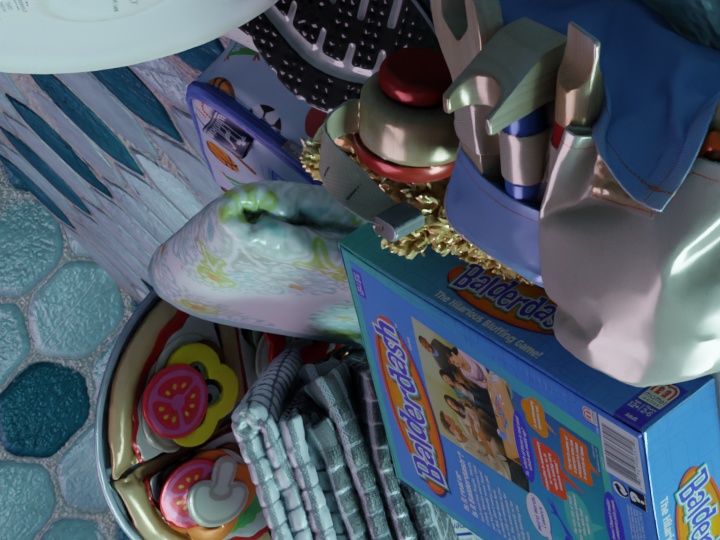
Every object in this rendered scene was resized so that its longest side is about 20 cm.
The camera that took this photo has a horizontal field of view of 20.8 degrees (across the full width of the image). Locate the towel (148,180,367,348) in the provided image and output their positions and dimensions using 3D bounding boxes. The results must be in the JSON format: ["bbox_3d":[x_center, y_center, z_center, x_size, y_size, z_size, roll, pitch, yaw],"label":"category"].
[{"bbox_3d":[0.000,0.000,1.035,0.199,0.048,0.171,10,164,-17],"label":"towel"}]

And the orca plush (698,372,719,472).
[{"bbox_3d":[0.171,0.056,0.823,0.105,0.071,0.200,51,157,14],"label":"orca plush"}]

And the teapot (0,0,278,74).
[{"bbox_3d":[-0.113,-0.177,0.795,0.197,0.199,0.147,4,-113,-46],"label":"teapot"}]

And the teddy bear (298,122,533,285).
[{"bbox_3d":[0.064,-0.022,0.812,0.199,0.067,0.145,20,-173,23],"label":"teddy bear"}]

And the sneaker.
[{"bbox_3d":[-0.028,-0.128,0.929,0.200,0.074,0.080,33,-165,29],"label":"sneaker"}]

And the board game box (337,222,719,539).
[{"bbox_3d":[0.079,0.073,0.877,0.200,0.045,0.153,32,146,43],"label":"board game box"}]

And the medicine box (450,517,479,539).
[{"bbox_3d":[0.045,0.131,1.289,0.182,0.102,0.201,170,96,-78],"label":"medicine box"}]

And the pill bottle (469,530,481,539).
[{"bbox_3d":[0.111,0.117,1.105,0.112,0.112,0.200,35,173,39],"label":"pill bottle"}]

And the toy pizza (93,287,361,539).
[{"bbox_3d":[-0.067,0.082,1.150,0.032,0.201,0.200,16,153,47],"label":"toy pizza"}]

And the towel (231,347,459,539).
[{"bbox_3d":[0.007,0.137,1.068,0.166,0.085,0.201,-50,-60,-84],"label":"towel"}]

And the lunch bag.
[{"bbox_3d":[-0.020,-0.055,1.144,0.160,0.076,0.200,39,171,13],"label":"lunch bag"}]

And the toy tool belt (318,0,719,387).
[{"bbox_3d":[0.077,-0.060,0.678,0.200,0.125,0.123,33,135,34],"label":"toy tool belt"}]
